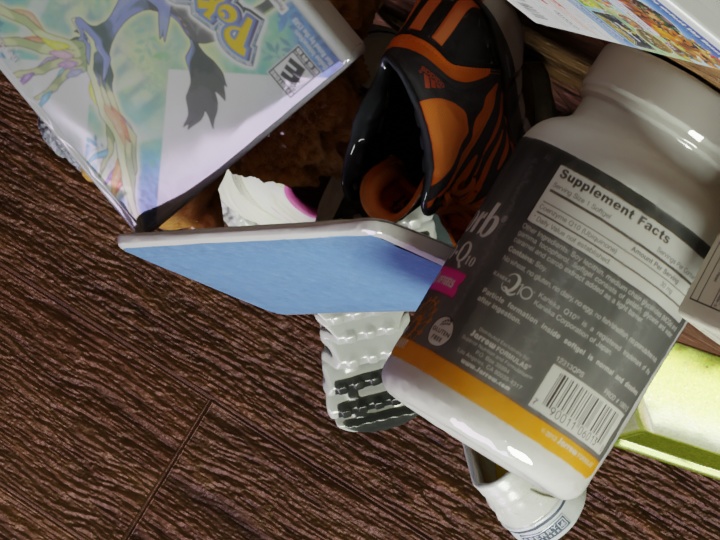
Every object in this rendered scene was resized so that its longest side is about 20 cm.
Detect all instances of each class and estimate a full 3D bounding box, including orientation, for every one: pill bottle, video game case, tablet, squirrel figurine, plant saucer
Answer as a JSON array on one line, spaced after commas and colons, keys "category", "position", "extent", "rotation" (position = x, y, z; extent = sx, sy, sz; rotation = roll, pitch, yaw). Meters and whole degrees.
[{"category": "pill bottle", "position": [0.106, -0.001, 1.367], "extent": [0.116, 0.201, 0.116], "rotation": [31, 176, 3]}, {"category": "video game case", "position": [0.079, -0.138, 1.220], "extent": [0.143, 0.018, 0.200], "rotation": [35, 176, -28]}, {"category": "tablet", "position": [-0.018, -0.002, 1.472], "extent": [0.199, 0.014, 0.130], "rotation": [-2, 161, 45]}, {"category": "video game case", "position": [-0.119, -0.139, 1.455], "extent": [0.200, 0.182, 0.022], "rotation": [50, -142, -4]}, {"category": "squirrel figurine", "position": [-0.071, -0.107, 1.544], "extent": [0.141, 0.187, 0.200], "rotation": [34, 176, -27]}, {"category": "plant saucer", "position": [0.215, 0.090, 1.572], "extent": [0.199, 0.048, 0.200], "rotation": [18, 172, -2]}]

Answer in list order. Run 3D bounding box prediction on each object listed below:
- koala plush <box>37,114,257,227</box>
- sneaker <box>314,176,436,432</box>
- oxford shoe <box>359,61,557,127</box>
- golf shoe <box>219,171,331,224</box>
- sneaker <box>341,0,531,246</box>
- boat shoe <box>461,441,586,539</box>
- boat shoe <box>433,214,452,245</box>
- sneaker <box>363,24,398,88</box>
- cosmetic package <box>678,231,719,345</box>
[{"category": "koala plush", "position": [-0.082, -0.117, 1.792], "extent": [0.199, 0.178, 0.184], "rotation": [33, -172, -14]}, {"category": "sneaker", "position": [0.000, 0.000, 1.608], "extent": [0.201, 0.075, 0.081], "rotation": [93, 167, -45]}, {"category": "oxford shoe", "position": [0.043, -0.097, 1.589], "extent": [0.072, 0.085, 0.199], "rotation": [0, -174, -40]}, {"category": "golf shoe", "position": [0.012, -0.035, 1.695], "extent": [0.199, 0.076, 0.091], "rotation": [18, 173, -21]}, {"category": "sneaker", "position": [0.040, -0.042, 1.443], "extent": [0.077, 0.112, 0.201], "rotation": [10, 133, 34]}, {"category": "boat shoe", "position": [0.077, 0.063, 1.656], "extent": [0.086, 0.074, 0.203], "rotation": [43, -150, -34]}, {"category": "boat shoe", "position": [0.097, -0.036, 1.674], "extent": [0.199, 0.076, 0.060], "rotation": [-3, -169, -32]}, {"category": "sneaker", "position": [0.043, -0.098, 1.733], "extent": [0.071, 0.073, 0.200], "rotation": [18, 177, 36]}, {"category": "cosmetic package", "position": [0.244, 0.019, 1.255], "extent": [0.087, 0.104, 0.200], "rotation": [32, 178, -30]}]
